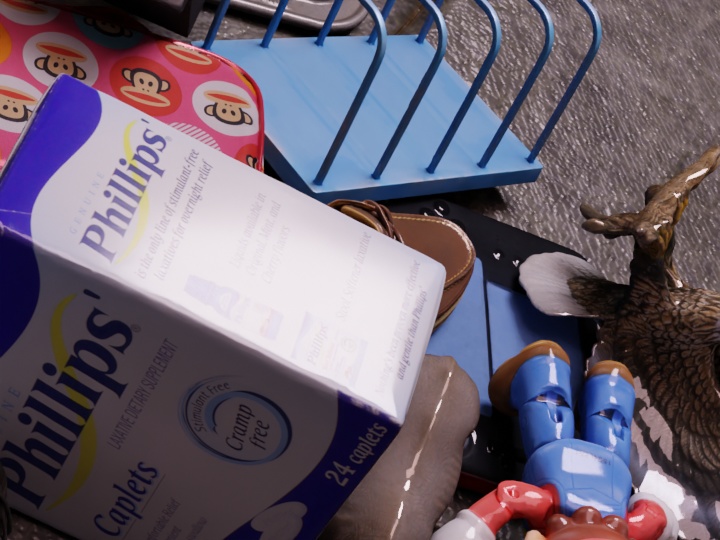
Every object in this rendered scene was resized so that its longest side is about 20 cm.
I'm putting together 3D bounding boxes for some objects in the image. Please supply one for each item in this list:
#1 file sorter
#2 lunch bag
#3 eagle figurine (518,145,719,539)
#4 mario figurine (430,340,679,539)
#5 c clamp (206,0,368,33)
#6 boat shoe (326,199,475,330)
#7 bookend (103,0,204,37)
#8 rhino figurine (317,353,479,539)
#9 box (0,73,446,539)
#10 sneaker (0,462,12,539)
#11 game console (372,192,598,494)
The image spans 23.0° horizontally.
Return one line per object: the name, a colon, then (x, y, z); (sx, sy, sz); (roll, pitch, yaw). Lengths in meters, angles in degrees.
file sorter: (0.026, -0.135, 1.065); (0.199, 0.123, 0.139); (-8, 49, -43)
lunch bag: (-0.150, -0.078, 0.961); (0.198, 0.082, 0.177); (16, 45, -18)
eagle figurine: (0.196, 0.051, 1.035); (0.151, 0.151, 0.202); (-23, 106, -10)
mario figurine: (0.100, 0.137, 0.917); (0.122, 0.107, 0.201); (-9, 39, 13)
c clamp: (-0.082, -0.235, 1.182); (0.198, 0.027, 0.172); (18, 45, -17)
boat shoe: (-0.001, 0.000, 0.943); (0.199, 0.068, 0.072); (-12, 58, -47)
bookend: (-0.108, -0.224, 1.031); (0.091, 0.200, 0.200); (23, 78, -2)
rhino figurine: (0.006, 0.125, 0.860); (0.059, 0.087, 0.201); (28, 59, -10)
box: (-0.092, 0.042, 0.817); (0.199, 0.184, 0.105); (26, 45, -8)
sneaker: (-0.180, 0.110, 0.717); (0.090, 0.077, 0.200); (-19, 33, -19)
game console: (0.068, 0.042, 1.026); (0.175, 0.031, 0.201); (16, 46, -18)
